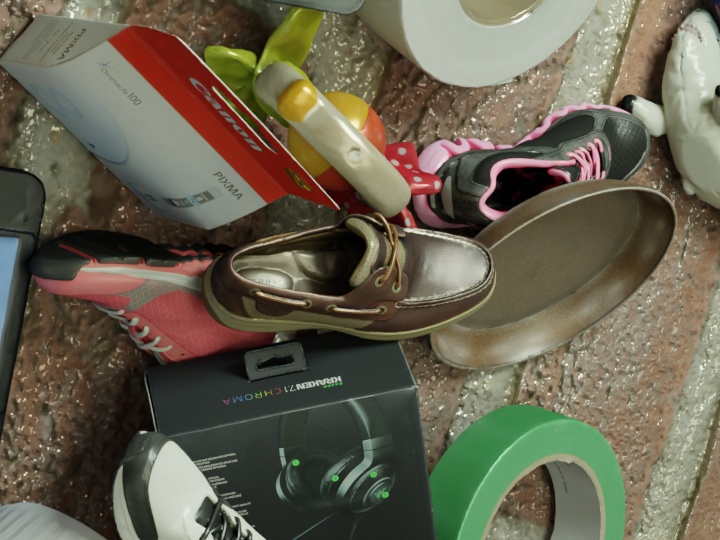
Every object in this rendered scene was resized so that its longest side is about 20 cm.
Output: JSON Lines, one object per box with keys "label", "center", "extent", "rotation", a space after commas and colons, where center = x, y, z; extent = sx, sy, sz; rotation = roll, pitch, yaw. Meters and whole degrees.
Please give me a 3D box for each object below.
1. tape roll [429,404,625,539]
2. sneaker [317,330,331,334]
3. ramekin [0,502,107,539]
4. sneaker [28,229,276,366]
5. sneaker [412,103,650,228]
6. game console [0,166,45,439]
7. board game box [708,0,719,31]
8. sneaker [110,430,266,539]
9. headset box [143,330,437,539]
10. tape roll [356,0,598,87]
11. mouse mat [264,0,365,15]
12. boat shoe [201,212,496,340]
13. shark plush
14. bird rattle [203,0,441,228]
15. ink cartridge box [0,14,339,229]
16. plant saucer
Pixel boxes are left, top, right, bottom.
{"label": "tape roll", "center": [0.116, 0.201, 1.757], "extent": [0.200, 0.048, 0.201], "rotation": [-17, 114, -42]}
{"label": "sneaker", "center": [-0.021, 0.117, 1.675], "extent": [0.088, 0.075, 0.201], "rotation": [-12, 107, -17]}
{"label": "ramekin", "center": [-0.192, 0.235, 1.520], "extent": [0.094, 0.202, 0.203], "rotation": [-50, 121, -27]}
{"label": "sneaker", "center": [-0.129, 0.027, 1.581], "extent": [0.200, 0.074, 0.087], "rotation": [7, 101, -36]}
{"label": "sneaker", "center": [0.139, -0.069, 1.718], "extent": [0.200, 0.095, 0.079], "rotation": [-18, 106, -29]}
{"label": "game console", "center": [-0.270, 0.032, 1.472], "extent": [0.175, 0.116, 0.201], "rotation": [9, 95, -32]}
{"label": "board game box", "center": [0.350, -0.254, 1.816], "extent": [0.200, 0.062, 0.200], "rotation": [-30, 104, -25]}
{"label": "sneaker", "center": [-0.087, 0.174, 1.496], "extent": [0.200, 0.080, 0.074], "rotation": [60, 42, -35]}
{"label": "headset box", "center": [-0.044, 0.142, 1.594], "extent": [0.174, 0.093, 0.201], "rotation": [-12, 120, -5]}
{"label": "tape roll", "center": [0.086, -0.227, 1.623], "extent": [0.202, 0.071, 0.203], "rotation": [-25, 136, -27]}
{"label": "mouse mat", "center": [-0.081, -0.259, 1.539], "extent": [0.199, 0.008, 0.161], "rotation": [9, 89, -7]}
{"label": "boat shoe", "center": [0.000, 0.000, 1.545], "extent": [0.199, 0.072, 0.072], "rotation": [0, 68, -17]}
{"label": "shark plush", "center": [0.284, -0.098, 1.821], "extent": [0.200, 0.091, 0.083], "rotation": [54, 40, -22]}
{"label": "bird rattle", "center": [-0.022, -0.082, 1.586], "extent": [0.113, 0.163, 0.200], "rotation": [-36, 108, 0]}
{"label": "ink cartridge box", "center": [-0.121, -0.086, 1.490], "extent": [0.047, 0.200, 0.160], "rotation": [-51, 120, -13]}
{"label": "plant saucer", "center": [0.133, -0.002, 1.709], "extent": [0.200, 0.032, 0.200], "rotation": [-23, 150, -14]}
